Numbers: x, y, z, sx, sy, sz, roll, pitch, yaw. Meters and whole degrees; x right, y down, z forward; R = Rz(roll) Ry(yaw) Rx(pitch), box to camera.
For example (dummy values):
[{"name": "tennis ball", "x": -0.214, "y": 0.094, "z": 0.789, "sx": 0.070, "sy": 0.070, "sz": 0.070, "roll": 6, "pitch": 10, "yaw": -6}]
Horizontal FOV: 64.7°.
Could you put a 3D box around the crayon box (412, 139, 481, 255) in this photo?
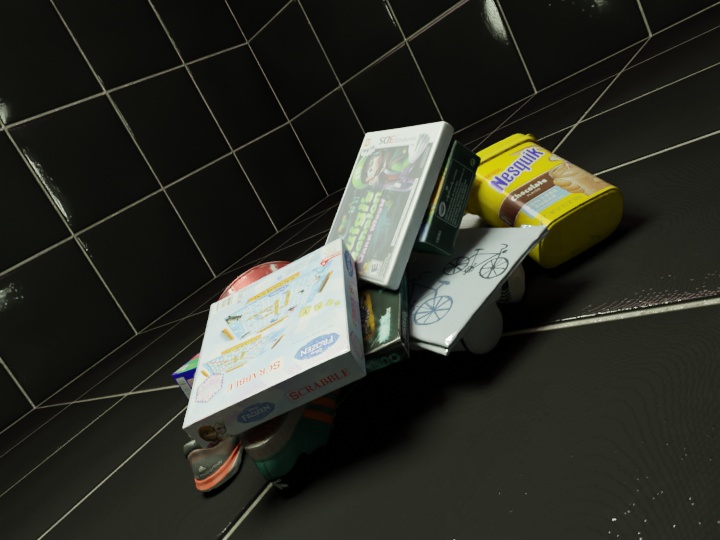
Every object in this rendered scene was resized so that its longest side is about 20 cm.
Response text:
[{"name": "crayon box", "x": 0.058, "y": -0.094, "z": 0.753, "sx": 0.198, "sy": 0.051, "sz": 0.129, "roll": 9, "pitch": 79, "yaw": 59}]

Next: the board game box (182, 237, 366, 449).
[{"name": "board game box", "x": -0.093, "y": 0.073, "z": 0.639, "sx": 0.196, "sy": 0.042, "sz": 0.202, "roll": -26, "pitch": 33, "yaw": 13}]

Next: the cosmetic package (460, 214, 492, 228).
[{"name": "cosmetic package", "x": 0.172, "y": -0.033, "z": 0.897, "sx": 0.198, "sy": 0.073, "sz": 0.101, "roll": -35, "pitch": 16, "yaw": -17}]

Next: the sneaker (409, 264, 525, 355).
[{"name": "sneaker", "x": 0.134, "y": 0.034, "z": 0.722, "sx": 0.113, "sy": 0.076, "sz": 0.200, "roll": -16, "pitch": 23, "yaw": 39}]

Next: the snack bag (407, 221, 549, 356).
[{"name": "snack bag", "x": 0.105, "y": 0.012, "z": 0.684, "sx": 0.200, "sy": 0.022, "sz": 0.187, "roll": -45, "pitch": 23, "yaw": -22}]

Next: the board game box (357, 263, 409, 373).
[{"name": "board game box", "x": -0.005, "y": 0.056, "z": 0.677, "sx": 0.132, "sy": 0.029, "sz": 0.202, "roll": -23, "pitch": 25, "yaw": 17}]

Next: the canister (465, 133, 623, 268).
[{"name": "canister", "x": 0.242, "y": -0.102, "z": 0.793, "sx": 0.146, "sy": 0.088, "sz": 0.201, "roll": -27, "pitch": 39, "yaw": -10}]

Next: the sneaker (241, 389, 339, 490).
[{"name": "sneaker", "x": -0.061, "y": 0.162, "z": 0.666, "sx": 0.070, "sy": 0.082, "sz": 0.200, "roll": -8, "pitch": 27, "yaw": 35}]

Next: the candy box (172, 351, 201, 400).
[{"name": "candy box", "x": -0.242, "y": 0.160, "z": 1.107, "sx": 0.167, "sy": 0.078, "sz": 0.199, "roll": -22, "pitch": 14, "yaw": 46}]

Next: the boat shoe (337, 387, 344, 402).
[{"name": "boat shoe", "x": -0.054, "y": 0.152, "z": 0.754, "sx": 0.197, "sy": 0.077, "sz": 0.074, "roll": -34, "pitch": 44, "yaw": -10}]

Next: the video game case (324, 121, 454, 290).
[{"name": "video game case", "x": 0.025, "y": -0.086, "z": 0.728, "sx": 0.180, "sy": 0.023, "sz": 0.205, "roll": 13, "pitch": 82, "yaw": 59}]

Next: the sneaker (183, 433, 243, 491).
[{"name": "sneaker", "x": -0.193, "y": 0.212, "z": 0.788, "sx": 0.076, "sy": 0.083, "sz": 0.200, "roll": -29, "pitch": 13, "yaw": 4}]

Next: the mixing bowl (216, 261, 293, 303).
[{"name": "mixing bowl", "x": -0.121, "y": 0.102, "z": 0.872, "sx": 0.198, "sy": 0.203, "sz": 0.108, "roll": -34, "pitch": 43, "yaw": -17}]

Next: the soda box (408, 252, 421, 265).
[{"name": "soda box", "x": 0.084, "y": -0.064, "z": 0.812, "sx": 0.204, "sy": 0.067, "sz": 0.063, "roll": -64, "pitch": 28, "yaw": 7}]
